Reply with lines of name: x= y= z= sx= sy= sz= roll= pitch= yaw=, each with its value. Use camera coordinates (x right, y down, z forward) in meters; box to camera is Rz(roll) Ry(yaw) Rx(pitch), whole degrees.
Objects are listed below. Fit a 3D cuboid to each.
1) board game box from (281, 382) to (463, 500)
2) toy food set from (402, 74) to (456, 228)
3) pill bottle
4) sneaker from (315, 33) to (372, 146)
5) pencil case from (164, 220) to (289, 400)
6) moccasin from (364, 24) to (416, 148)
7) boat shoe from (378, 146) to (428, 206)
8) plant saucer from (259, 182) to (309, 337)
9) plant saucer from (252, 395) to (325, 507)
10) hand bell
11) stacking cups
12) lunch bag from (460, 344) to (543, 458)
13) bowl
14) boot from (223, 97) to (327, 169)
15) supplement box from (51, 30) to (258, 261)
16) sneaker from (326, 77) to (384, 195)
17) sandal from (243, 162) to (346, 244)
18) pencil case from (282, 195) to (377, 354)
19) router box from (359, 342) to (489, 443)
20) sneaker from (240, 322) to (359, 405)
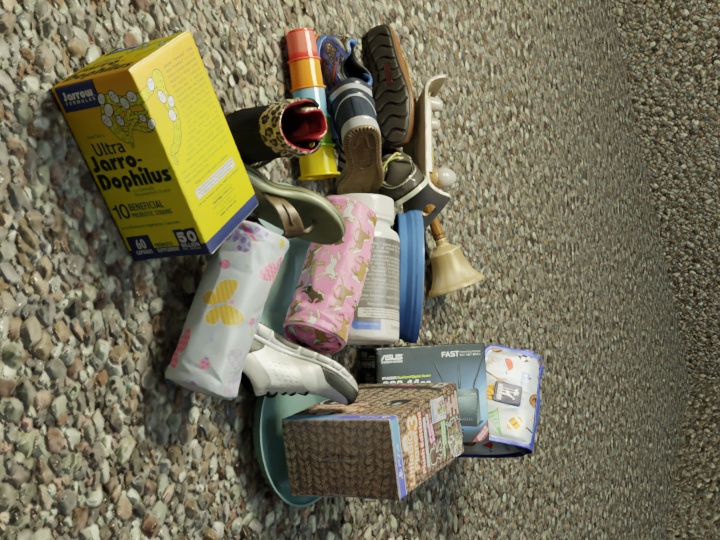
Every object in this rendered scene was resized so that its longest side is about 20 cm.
board game box: x=0.020 y=0.215 z=1.189 sx=0.199 sy=0.157 sz=0.098 roll=-13 pitch=97 yaw=-61
toy food set: x=0.111 y=-0.186 z=1.453 sx=0.144 sy=0.059 sz=0.203 roll=126 pitch=-34 yaw=-70
pill bottle: x=0.000 y=0.000 z=1.297 sx=0.113 sy=0.112 sz=0.203 roll=16 pitch=73 yaw=-59
sneaker: x=-0.014 y=-0.251 z=1.339 sx=0.201 sy=0.077 sz=0.076 roll=64 pitch=37 yaw=-34
pencil case: x=-0.146 y=0.043 z=1.022 sx=0.091 sy=0.082 sz=0.203 roll=81 pitch=28 yaw=-81
moccasin: x=0.049 y=-0.285 z=1.456 sx=0.078 sy=0.073 sz=0.204 roll=36 pitch=37 yaw=-63
boat shoe: x=0.049 y=-0.145 z=1.382 sx=0.061 sy=0.071 sz=0.201 roll=57 pitch=-1 yaw=-15
plant saucer: x=-0.108 y=-0.009 z=1.183 sx=0.200 sy=0.038 sz=0.204 roll=15 pitch=72 yaw=-59
plant saucer: x=-0.085 y=0.203 z=1.199 sx=0.199 sy=0.035 sz=0.203 roll=11 pitch=78 yaw=-59
hand bell: x=0.134 y=-0.065 z=1.597 sx=0.104 sy=0.103 sz=0.203 roll=-22 pitch=94 yaw=-59
stacking cups: x=-0.070 y=-0.227 z=1.268 sx=0.060 sy=0.060 sz=0.203 roll=-5 pitch=87 yaw=-60
lunch bag: x=0.203 y=0.220 z=1.544 sx=0.124 sy=0.197 sz=0.172 roll=45 pitch=50 yaw=-49
bowl: x=0.068 y=0.008 z=1.403 sx=0.201 sy=0.039 sz=0.204 roll=-178 pitch=-90 yaw=-88
boot: x=-0.106 y=-0.161 z=1.092 sx=0.199 sy=0.149 sz=0.074 roll=-8 pitch=93 yaw=-60
supplement box: x=-0.206 y=-0.125 z=0.952 sx=0.110 sy=0.107 sz=0.202 roll=-54 pitch=131 yaw=-49
sneaker: x=-0.009 y=-0.188 z=1.311 sx=0.201 sy=0.069 sz=0.110 roll=96 pitch=-18 yaw=-64
sandal: x=-0.108 y=-0.068 z=1.080 sx=0.199 sy=0.080 sz=0.058 roll=22 pitch=55 yaw=-30
pencil case: x=-0.039 y=0.006 z=1.173 sx=0.082 sy=0.086 sz=0.202 roll=26 pitch=60 yaw=-21
router box: x=0.098 y=0.189 z=1.401 sx=0.197 sy=0.062 sz=0.152 roll=-1 pitch=86 yaw=-26
sneaker: x=-0.095 y=0.125 z=1.109 sx=0.198 sy=0.074 sz=0.081 roll=26 pitch=69 yaw=-16
